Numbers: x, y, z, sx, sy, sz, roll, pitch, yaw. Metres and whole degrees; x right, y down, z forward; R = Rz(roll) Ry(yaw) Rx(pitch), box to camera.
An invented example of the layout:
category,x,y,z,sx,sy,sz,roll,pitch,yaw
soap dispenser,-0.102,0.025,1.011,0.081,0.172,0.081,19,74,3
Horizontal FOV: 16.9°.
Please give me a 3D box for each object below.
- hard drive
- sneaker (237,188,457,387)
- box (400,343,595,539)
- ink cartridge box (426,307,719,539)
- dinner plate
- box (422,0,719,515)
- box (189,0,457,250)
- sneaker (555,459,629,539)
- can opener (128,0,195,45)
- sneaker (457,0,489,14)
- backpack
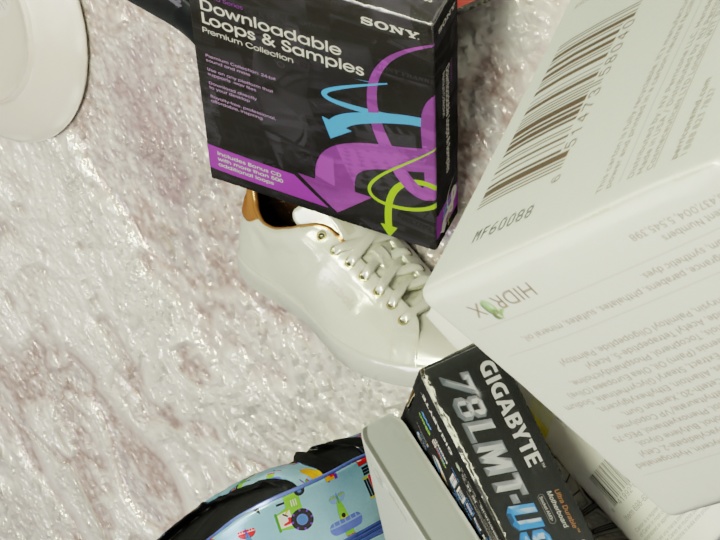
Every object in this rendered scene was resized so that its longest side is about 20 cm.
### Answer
category,x,y,z,sx,sy,sz,roll,pitch,yaw
hard drive,0.051,0.186,1.331,0.132,0.026,0.200,56,166,38
sneaker,0.000,0.000,1.395,0.200,0.073,0.085,28,134,34
box,0.083,0.155,1.297,0.200,0.050,0.199,63,170,15
ink cartridge box,0.148,0.037,1.256,0.200,0.083,0.145,48,140,13
dinner plate,-0.253,-0.174,1.593,0.200,0.024,0.200,24,129,33
box,0.175,-0.033,1.058,0.171,0.199,0.200,42,144,-19
box,-0.019,-0.099,1.303,0.143,0.036,0.200,18,147,15
sneaker,0.141,0.157,1.337,0.200,0.088,0.076,17,127,41
can opener,-0.098,-0.163,1.402,0.200,0.063,0.079,34,133,23
sneaker,-0.015,-0.194,1.297,0.200,0.070,0.094,15,122,35
backpack,-0.035,0.183,1.466,0.200,0.182,0.135,-39,76,46
